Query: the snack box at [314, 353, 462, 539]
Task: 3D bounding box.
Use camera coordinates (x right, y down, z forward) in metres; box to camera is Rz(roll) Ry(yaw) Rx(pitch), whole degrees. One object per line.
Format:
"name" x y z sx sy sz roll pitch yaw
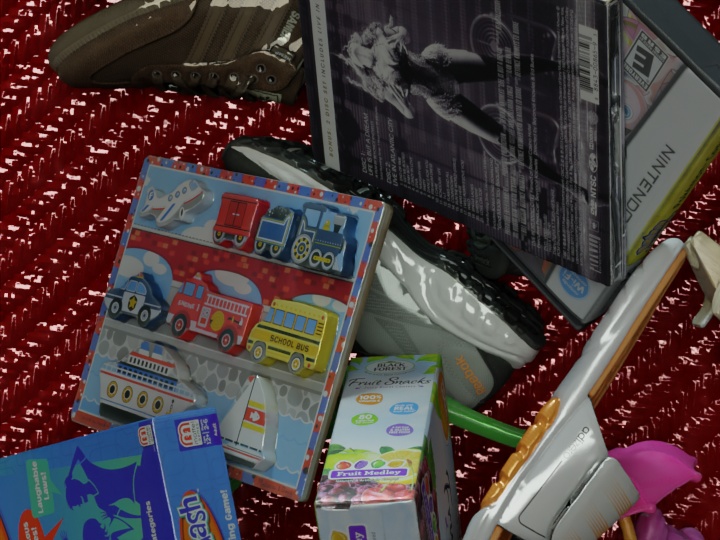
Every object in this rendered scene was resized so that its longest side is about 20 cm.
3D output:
"snack box" 0.021 0.161 1.120 0.053 0.142 0.200 -4 115 7

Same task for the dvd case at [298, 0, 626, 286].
"dvd case" 0.045 -0.089 1.095 0.200 0.149 0.016 24 42 38

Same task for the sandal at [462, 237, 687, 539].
"sandal" 0.113 0.082 1.087 0.059 0.079 0.207 32 89 12

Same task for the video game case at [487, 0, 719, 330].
"video game case" 0.077 -0.095 1.087 0.025 0.181 0.200 -31 71 -36

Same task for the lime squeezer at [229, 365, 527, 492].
"lime squeezer" 0.002 0.080 1.193 0.200 0.071 0.038 -11 43 19

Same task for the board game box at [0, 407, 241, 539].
"board game box" -0.136 0.161 1.161 0.200 0.045 0.153 -18 82 46

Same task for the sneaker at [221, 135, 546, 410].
"sneaker" 0.000 0.000 1.211 0.200 0.074 0.079 40 106 10

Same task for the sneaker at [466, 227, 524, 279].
"sneaker" 0.117 -0.084 1.213 0.091 0.076 0.201 16 81 -16

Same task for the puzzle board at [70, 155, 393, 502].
"puzzle board" -0.074 0.024 1.176 0.200 0.017 0.151 13 85 49

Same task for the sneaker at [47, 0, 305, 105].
"sneaker" -0.066 -0.120 1.225 0.200 0.070 0.076 -17 85 4

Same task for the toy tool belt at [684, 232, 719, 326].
"toy tool belt" 0.223 0.003 1.120 0.125 0.200 0.123 31 88 4

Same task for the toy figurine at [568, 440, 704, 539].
"toy figurine" 0.148 0.180 1.159 0.150 0.200 0.185 -14 61 38
